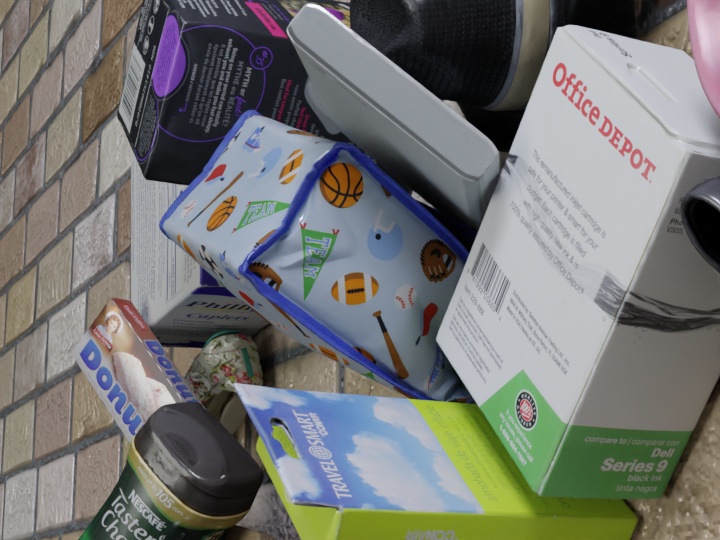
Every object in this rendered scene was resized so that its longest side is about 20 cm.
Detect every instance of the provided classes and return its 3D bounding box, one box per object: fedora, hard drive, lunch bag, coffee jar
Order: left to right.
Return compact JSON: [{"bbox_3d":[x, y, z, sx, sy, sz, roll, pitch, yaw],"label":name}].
[{"bbox_3d":[-0.161,0.205,1.217,0.104,0.085,0.200,43,113,28],"label":"coffee jar"},{"bbox_3d":[0.000,0.000,0.966,0.124,0.200,0.170,-51,25,-4],"label":"lunch bag"},{"bbox_3d":[0.026,-0.080,0.898,0.026,0.132,0.200,-50,-10,-2],"label":"hard drive"},{"bbox_3d":[0.044,-0.157,0.899,0.201,0.091,0.201,173,90,-76],"label":"fedora"}]

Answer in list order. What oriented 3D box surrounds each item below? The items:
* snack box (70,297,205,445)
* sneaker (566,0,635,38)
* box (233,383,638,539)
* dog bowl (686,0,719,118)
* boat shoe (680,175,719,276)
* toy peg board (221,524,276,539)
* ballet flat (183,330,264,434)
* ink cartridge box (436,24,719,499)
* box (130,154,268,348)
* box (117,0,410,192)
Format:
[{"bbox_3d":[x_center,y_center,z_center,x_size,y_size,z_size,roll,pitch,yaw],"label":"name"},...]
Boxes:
[{"bbox_3d":[-0.171,0.118,1.295,0.072,0.024,0.200,-51,61,25],"label":"snack box"},{"bbox_3d":[0.127,-0.189,0.866,0.200,0.060,0.104,107,154,-46],"label":"sneaker"},{"bbox_3d":[0.035,0.114,0.831,0.122,0.200,0.048,-127,49,-57],"label":"box"},{"bbox_3d":[0.201,-0.135,0.633,0.200,0.074,0.200,-178,90,-78],"label":"dog bowl"},{"bbox_3d":[0.183,0.051,0.658,0.073,0.063,0.200,-30,70,59],"label":"boat shoe"},{"bbox_3d":[-0.109,0.314,1.260,0.200,0.098,0.199,-5,64,65],"label":"toy peg board"},{"bbox_3d":[-0.138,0.133,1.372,0.064,0.076,0.200,61,144,28],"label":"ballet flat"},{"bbox_3d":[0.129,-0.004,0.792,0.146,0.084,0.200,-120,43,-52],"label":"ink cartridge box"},{"bbox_3d":[-0.125,-0.042,1.338,0.200,0.105,0.184,146,125,-60],"label":"box"},{"bbox_3d":[-0.057,-0.127,1.094,0.106,0.200,0.122,-122,44,-54],"label":"box"}]
